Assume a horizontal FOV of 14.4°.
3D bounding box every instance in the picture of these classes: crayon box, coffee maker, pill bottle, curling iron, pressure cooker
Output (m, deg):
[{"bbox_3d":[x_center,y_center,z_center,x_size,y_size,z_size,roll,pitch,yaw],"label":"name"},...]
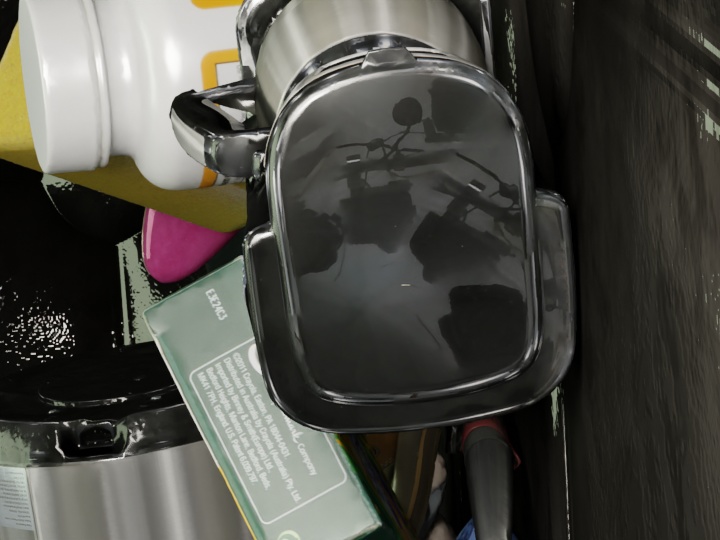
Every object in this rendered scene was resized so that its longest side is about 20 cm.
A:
[{"bbox_3d":[-0.023,0.082,1.216,0.126,0.051,0.200,62,-179,18],"label":"crayon box"},{"bbox_3d":[0.022,-0.012,1.094,0.193,0.134,0.200,59,-173,-18],"label":"coffee maker"},{"bbox_3d":[-0.051,-0.096,1.301,0.111,0.199,0.112,173,90,-78],"label":"pill bottle"},{"bbox_3d":[0.057,0.087,1.259,0.200,0.025,0.050,-99,12,-71],"label":"curling iron"},{"bbox_3d":[-0.105,0.146,1.430,0.176,0.177,0.201,-112,13,-79],"label":"pressure cooker"}]

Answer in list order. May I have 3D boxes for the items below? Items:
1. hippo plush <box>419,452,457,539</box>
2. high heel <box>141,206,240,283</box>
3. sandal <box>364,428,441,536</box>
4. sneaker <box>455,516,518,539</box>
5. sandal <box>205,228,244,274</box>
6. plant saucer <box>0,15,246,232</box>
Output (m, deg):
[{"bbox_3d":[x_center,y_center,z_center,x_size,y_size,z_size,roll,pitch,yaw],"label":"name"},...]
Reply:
[{"bbox_3d":[-0.021,0.193,1.546,0.159,0.199,0.161,52,-170,-38],"label":"hippo plush"},{"bbox_3d":[-0.037,-0.070,1.525,0.096,0.200,0.067,26,164,46],"label":"high heel"},{"bbox_3d":[0.010,0.071,1.313,0.081,0.054,0.201,-88,13,-58],"label":"sandal"},{"bbox_3d":[0.050,0.214,1.283,0.070,0.077,0.201,-97,24,-85],"label":"sneaker"},{"bbox_3d":[-0.032,-0.059,1.599,0.200,0.048,0.076,-42,38,33],"label":"sandal"},{"bbox_3d":[-0.073,-0.122,1.407,0.200,0.048,0.201,18,-84,-50],"label":"plant saucer"}]
